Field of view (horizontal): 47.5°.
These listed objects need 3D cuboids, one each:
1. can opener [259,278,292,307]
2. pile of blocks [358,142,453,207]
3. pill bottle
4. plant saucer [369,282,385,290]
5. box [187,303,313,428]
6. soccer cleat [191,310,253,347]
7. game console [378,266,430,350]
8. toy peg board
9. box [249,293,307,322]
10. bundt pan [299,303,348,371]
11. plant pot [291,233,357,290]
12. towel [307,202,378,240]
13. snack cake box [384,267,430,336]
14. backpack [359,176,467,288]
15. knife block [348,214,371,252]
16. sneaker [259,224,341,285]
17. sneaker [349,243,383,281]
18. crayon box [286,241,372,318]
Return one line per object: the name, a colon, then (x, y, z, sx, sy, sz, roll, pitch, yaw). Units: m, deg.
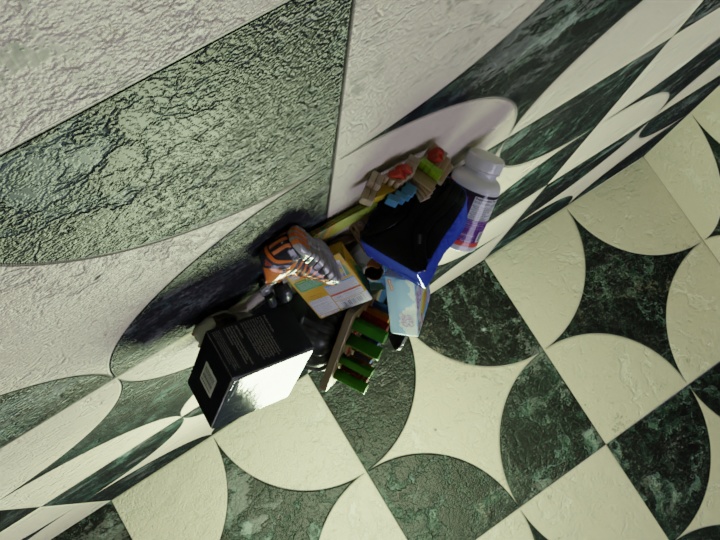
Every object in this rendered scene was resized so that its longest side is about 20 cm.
can opener: (-0.176, 0.050, 1.697, 0.052, 0.067, 0.200, -33, 175, -9)
pile of blocks: (0.090, -0.165, 1.457, 0.198, 0.083, 0.062, -29, 170, -22)
pill bottle: (0.230, -0.151, 1.735, 0.111, 0.111, 0.202, -18, 134, -56)
plant saucer: (-0.015, 0.034, 1.879, 0.069, 0.019, 0.199, 3, 178, -24)
box: (-0.227, 0.196, 1.674, 0.195, 0.125, 0.201, -16, 151, -35)
soccer cleat: (-0.266, 0.115, 1.702, 0.077, 0.070, 0.199, -41, 165, 26)
game console: (0.054, 0.063, 1.940, 0.115, 0.177, 0.202, 2, 132, -29)
toy peg board: (0.013, 0.168, 1.846, 0.199, 0.097, 0.202, -37, 150, -65)
box: (-0.212, 0.160, 1.925, 0.198, 0.124, 0.200, -38, 170, 18)
bundt pan: (-0.075, 0.140, 1.865, 0.204, 0.075, 0.203, 90, 26, -45)
plant pot: (-0.072, -0.024, 1.775, 0.198, 0.028, 0.200, -33, 171, -6)
towel: (-0.040, -0.093, 1.581, 0.198, 0.018, 0.086, -31, 173, -21)
snack cake box: (0.103, 0.035, 1.750, 0.201, 0.066, 0.116, 81, 22, -50)
backpack: (0.111, -0.089, 1.590, 0.202, 0.161, 0.168, -57, 164, -10)
knife block: (0.073, -0.101, 1.762, 0.198, 0.064, 0.176, -33, 170, -7)
sneaker: (-0.118, -0.011, 1.502, 0.111, 0.078, 0.200, -28, 146, 15)
sneaker: (0.000, 0.000, 1.800, 0.072, 0.085, 0.200, -30, 173, -23)
crayon box: (-0.067, 0.015, 1.676, 0.124, 0.052, 0.200, -21, 147, 10)
